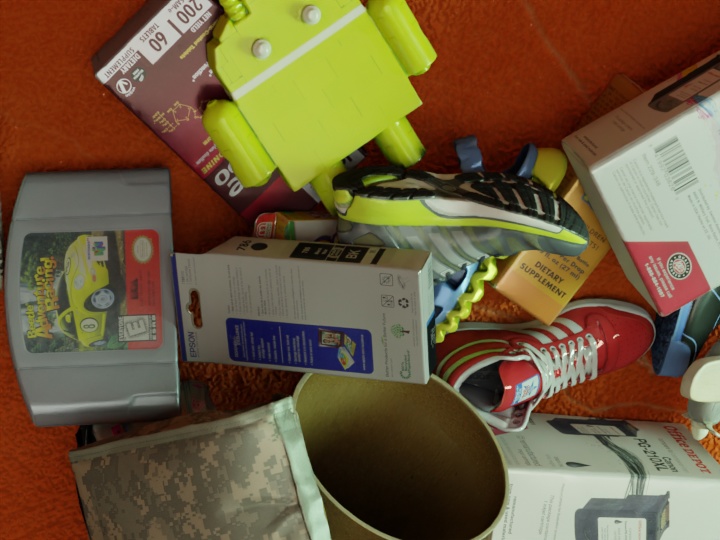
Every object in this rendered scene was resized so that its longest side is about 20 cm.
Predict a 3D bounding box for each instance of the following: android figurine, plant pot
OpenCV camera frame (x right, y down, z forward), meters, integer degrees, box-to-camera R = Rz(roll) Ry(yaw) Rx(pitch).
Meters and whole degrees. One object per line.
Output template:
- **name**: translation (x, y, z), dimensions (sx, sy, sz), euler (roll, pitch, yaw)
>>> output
- **android figurine**: translation (-0.035, -0.146, 1.633), dimensions (0.182, 0.041, 0.200), euler (-33, 111, -5)
- **plant pot**: translation (-0.009, 0.199, 1.697), dimensions (0.186, 0.187, 0.200), euler (20, 130, -15)

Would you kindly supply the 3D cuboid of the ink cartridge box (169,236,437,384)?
- **ink cartridge box**: translation (-0.042, 0.028, 1.632), dimensions (0.199, 0.039, 0.100), euler (5, 119, 15)

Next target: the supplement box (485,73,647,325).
- **supplement box**: translation (0.181, -0.058, 1.744), dimensions (0.066, 0.069, 0.200), euler (34, 97, -20)

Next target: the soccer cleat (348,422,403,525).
- **soccer cleat**: translation (0.049, 0.180, 1.797), dimensions (0.083, 0.065, 0.201), euler (-23, 109, 4)

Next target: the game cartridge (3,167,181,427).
- **game cartridge**: translation (-0.209, 0.019, 1.668), dimensions (0.133, 0.041, 0.201), euler (-4, 78, -2)

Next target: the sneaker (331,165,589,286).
- **sneaker**: translation (0.074, -0.029, 1.640), dimensions (0.199, 0.074, 0.081), euler (7, 118, 0)

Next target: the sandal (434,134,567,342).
- **sandal**: translation (0.076, -0.028, 1.703), dimensions (0.087, 0.079, 0.200), euler (32, 93, -7)

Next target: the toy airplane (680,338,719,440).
- **toy airplane**: translation (0.354, 0.095, 1.787), dimensions (0.200, 0.141, 0.199), euler (49, 57, -22)

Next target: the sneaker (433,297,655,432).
- **sneaker**: translation (0.155, 0.077, 1.757), dimensions (0.199, 0.113, 0.071), euler (-9, 109, -7)

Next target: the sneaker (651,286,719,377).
- **sneaker**: translation (0.301, 0.000, 1.781), dimensions (0.078, 0.070, 0.201), euler (14, 105, -8)

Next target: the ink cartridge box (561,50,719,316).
- **ink cartridge box**: translation (0.279, -0.081, 1.677), dimensions (0.200, 0.086, 0.148), euler (-30, 113, -2)

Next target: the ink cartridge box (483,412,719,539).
- **ink cartridge box**: translation (0.190, 0.180, 1.779), dimensions (0.199, 0.145, 0.085), euler (5, 106, -11)

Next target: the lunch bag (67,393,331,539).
- **lunch bag**: translation (-0.096, 0.182, 1.561), dimensions (0.117, 0.200, 0.165), euler (-14, 90, -50)

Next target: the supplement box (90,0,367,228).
- **supplement box**: translation (-0.102, -0.127, 1.676), dimensions (0.109, 0.061, 0.200), euler (-44, 110, 6)

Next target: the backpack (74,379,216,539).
- **backpack**: translation (-0.159, 0.188, 1.730), dimensions (0.126, 0.167, 0.201), euler (-14, 97, -11)

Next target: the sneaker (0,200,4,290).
- **sneaker**: translation (-0.329, -0.076, 1.650), dimensions (0.099, 0.070, 0.201), euler (-4, 107, -4)

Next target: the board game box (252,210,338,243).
- **board game box**: translation (0.000, 0.000, 1.715), dimensions (0.199, 0.030, 0.096), euler (-1, 109, -31)
